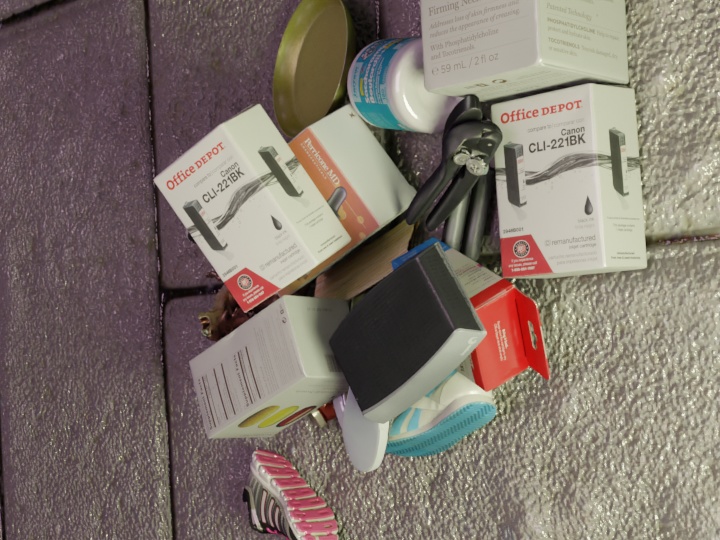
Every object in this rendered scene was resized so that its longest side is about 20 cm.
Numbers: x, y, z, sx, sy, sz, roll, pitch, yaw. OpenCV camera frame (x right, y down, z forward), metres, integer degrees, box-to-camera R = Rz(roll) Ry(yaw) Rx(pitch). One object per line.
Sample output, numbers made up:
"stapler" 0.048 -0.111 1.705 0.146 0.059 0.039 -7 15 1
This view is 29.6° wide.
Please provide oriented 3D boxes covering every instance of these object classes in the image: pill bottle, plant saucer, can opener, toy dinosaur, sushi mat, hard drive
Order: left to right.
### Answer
"toy dinosaur" -0.129 0.033 1.819 0.086 0.199 0.136 101 151 -64
"plant saucer" -0.057 -0.269 1.789 0.200 0.031 0.201 -23 62 55
"sushi mat" 0.000 0.000 1.735 0.200 0.012 0.096 -33 31 38
"hard drive" 0.044 0.074 1.522 0.200 0.042 0.135 -45 62 39
"pill bottle" 0.053 -0.223 1.632 0.200 0.110 0.111 -162 76 -67
"can opener" 0.107 -0.108 1.554 0.200 0.063 0.079 115 172 -49
"can opener" 0.133 -0.111 1.625 0.066 0.052 0.201 -145 62 -77

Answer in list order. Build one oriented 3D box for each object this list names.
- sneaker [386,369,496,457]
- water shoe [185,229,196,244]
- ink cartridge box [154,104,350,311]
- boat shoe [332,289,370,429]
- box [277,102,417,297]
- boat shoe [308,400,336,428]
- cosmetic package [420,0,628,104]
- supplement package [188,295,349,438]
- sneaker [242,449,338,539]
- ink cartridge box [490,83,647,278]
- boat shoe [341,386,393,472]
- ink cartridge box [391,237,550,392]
"sneaker" 0.086 0.169 1.654 0.200 0.076 0.081 -33 50 39
"water shoe" -0.181 -0.112 1.931 0.200 0.071 0.079 -46 32 36
"ink cartridge box" -0.131 -0.075 1.633 0.144 0.084 0.200 -33 92 39
"boat shoe" 0.007 0.120 1.724 0.062 0.072 0.201 -11 80 52
"box" -0.056 -0.086 1.711 0.200 0.106 0.152 -37 90 38
"boat shoe" -0.083 0.131 1.824 0.063 0.071 0.200 -39 48 -9
"cosmetic package" 0.177 -0.297 1.491 0.167 0.166 0.201 -7 84 45
"supplement package" -0.105 0.125 1.710 0.200 0.114 0.110 -35 63 38
"sneaker" -0.100 0.333 1.832 0.200 0.074 0.088 47 121 40
"ink cartridge box" 0.228 -0.096 1.497 0.144 0.084 0.201 -7 84 46
"boat shoe" 0.024 0.141 1.633 0.073 0.068 0.200 6 98 49
"ink cartridge box" 0.125 0.056 1.556 0.200 0.067 0.116 34 146 51
